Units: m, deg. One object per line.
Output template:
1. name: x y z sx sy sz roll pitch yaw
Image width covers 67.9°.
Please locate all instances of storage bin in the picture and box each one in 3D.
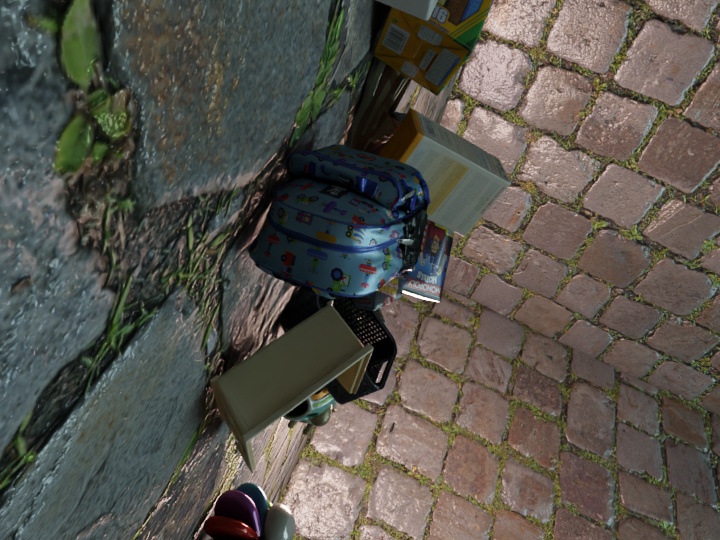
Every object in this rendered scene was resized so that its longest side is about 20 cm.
1. storage bin: -0.034 0.113 0.945 0.092 0.202 0.136 -25 -163 30
2. storage bin: -0.098 0.170 0.759 0.198 0.094 0.200 -33 158 -25

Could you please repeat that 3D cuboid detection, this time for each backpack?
1. backpack: -0.026 -0.056 0.609 0.199 0.178 0.138 -32 139 -60

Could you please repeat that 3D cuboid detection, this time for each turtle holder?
1. turtle holder: -0.122 0.211 1.007 0.132 0.180 0.145 -57 137 -60

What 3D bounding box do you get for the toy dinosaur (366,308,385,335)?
1. toy dinosaur: -0.006 0.037 1.092 0.101 0.199 0.078 -35 126 -18

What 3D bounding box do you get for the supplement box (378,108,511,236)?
1. supplement box: 0.129 -0.155 0.874 0.127 0.196 0.075 -49 -147 34

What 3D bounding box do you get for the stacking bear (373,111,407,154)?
1. stacking bear: 0.098 -0.214 0.973 0.122 0.195 0.116 -59 171 -49

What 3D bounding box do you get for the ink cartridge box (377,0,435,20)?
1. ink cartridge box: 0.078 -0.411 0.585 0.200 0.082 0.148 95 19 -75

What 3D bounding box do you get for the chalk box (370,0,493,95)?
1. chalk box: 0.117 -0.385 0.757 0.204 0.122 0.125 -65 -172 -14

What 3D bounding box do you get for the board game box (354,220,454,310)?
1. board game box: 0.066 -0.020 0.946 0.061 0.196 0.206 5 -102 54

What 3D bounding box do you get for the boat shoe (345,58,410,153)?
1. boat shoe: 0.029 -0.239 0.860 0.076 0.070 0.204 -54 166 -65

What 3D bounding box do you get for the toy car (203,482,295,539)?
1. toy car: -0.230 0.490 1.005 0.201 0.170 0.154 -55 131 -62

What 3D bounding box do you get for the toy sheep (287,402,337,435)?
1. toy sheep: -0.119 0.274 1.193 0.200 0.135 0.141 41 -67 51
